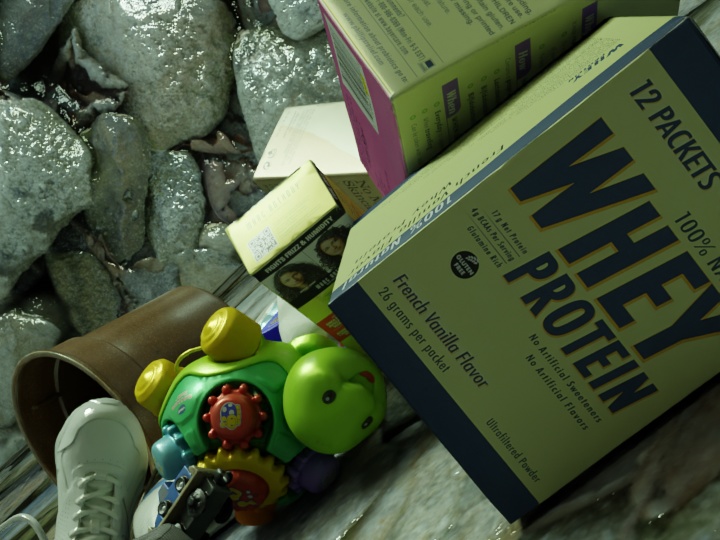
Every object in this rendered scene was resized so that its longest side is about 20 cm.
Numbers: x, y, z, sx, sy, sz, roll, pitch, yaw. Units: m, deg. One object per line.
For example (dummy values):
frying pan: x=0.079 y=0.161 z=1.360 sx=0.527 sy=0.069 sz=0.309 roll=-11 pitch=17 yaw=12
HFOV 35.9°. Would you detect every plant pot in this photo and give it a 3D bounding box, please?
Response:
plant pot: x=-0.220 y=0.124 z=1.158 sx=0.200 sy=0.201 sz=0.198 roll=-32 pitch=5 yaw=45

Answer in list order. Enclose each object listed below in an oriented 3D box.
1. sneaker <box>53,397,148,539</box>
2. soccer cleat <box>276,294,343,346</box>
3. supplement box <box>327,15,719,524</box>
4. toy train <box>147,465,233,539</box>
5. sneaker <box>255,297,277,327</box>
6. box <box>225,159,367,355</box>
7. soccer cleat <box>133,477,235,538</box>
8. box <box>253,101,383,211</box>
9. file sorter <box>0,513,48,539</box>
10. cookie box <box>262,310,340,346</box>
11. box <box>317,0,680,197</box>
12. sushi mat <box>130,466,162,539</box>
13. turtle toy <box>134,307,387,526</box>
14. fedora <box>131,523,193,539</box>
sneaker: x=-0.208 y=0.203 z=0.883 sx=0.099 sy=0.077 sz=0.201 roll=-131 pitch=47 yaw=-67
soccer cleat: x=0.000 y=0.000 z=0.869 sx=0.069 sy=0.078 sz=0.200 roll=4 pitch=-33 yaw=-48
supplement box: x=0.105 y=-0.016 z=0.570 sx=0.200 sy=0.134 sz=0.200 roll=-39 pitch=8 yaw=10
toy train: x=-0.145 y=0.202 z=0.722 sx=0.200 sy=0.034 sz=0.046 roll=-54 pitch=46 yaw=10
sneaker: x=-0.041 y=0.036 z=1.165 sx=0.200 sy=0.074 sz=0.082 roll=-45 pitch=5 yaw=-21
box: x=-0.001 y=0.010 z=0.753 sx=0.075 sy=0.200 sz=0.050 roll=-38 pitch=50 yaw=8
soccer cleat: x=-0.096 y=0.150 z=0.878 sx=0.200 sy=0.070 sz=0.086 roll=-49 pitch=19 yaw=-17
box: x=0.022 y=-0.082 z=0.889 sx=0.199 sy=0.095 sz=0.078 roll=1 pitch=59 yaw=42
file sorter: x=-0.304 y=0.270 z=0.754 sx=0.139 sy=0.125 sz=0.200 roll=-36 pitch=-11 yaw=30
cookie box: x=0.023 y=0.003 z=1.036 sx=0.171 sy=0.075 sz=0.200 roll=-29 pitch=15 yaw=44
box: x=0.092 y=-0.135 z=0.709 sx=0.199 sy=0.097 sz=0.176 roll=-29 pitch=-29 yaw=-6
sushi mat: x=-0.165 y=0.177 z=0.981 sx=0.096 sy=0.012 sz=0.200 roll=-48 pitch=-8 yaw=-40
turtle toy: x=-0.062 y=0.104 z=0.756 sx=0.200 sy=0.146 sz=0.101 roll=-36 pitch=31 yaw=32
fedora: x=-0.138 y=0.216 z=0.612 sx=0.200 sy=0.090 sz=0.177 roll=-47 pitch=10 yaw=-34
